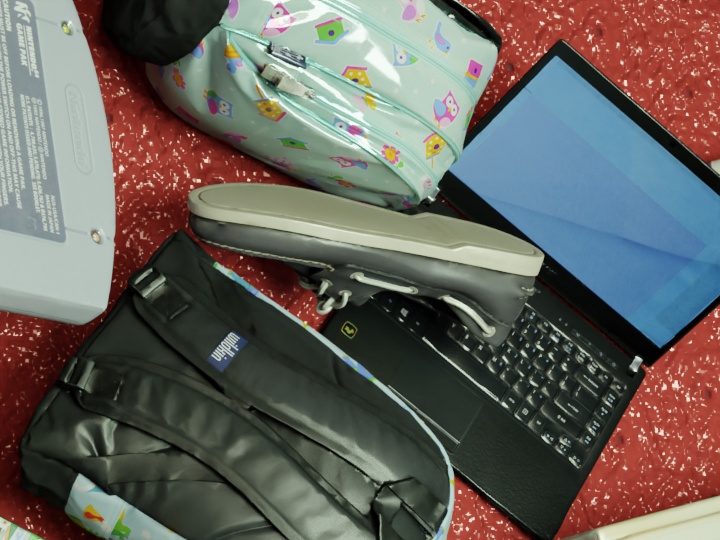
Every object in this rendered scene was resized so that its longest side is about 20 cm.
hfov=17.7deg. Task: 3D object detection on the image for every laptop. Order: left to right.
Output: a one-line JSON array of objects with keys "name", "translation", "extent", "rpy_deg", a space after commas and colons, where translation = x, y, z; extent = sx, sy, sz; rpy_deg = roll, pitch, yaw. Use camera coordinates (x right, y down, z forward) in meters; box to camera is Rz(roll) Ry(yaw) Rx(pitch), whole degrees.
[{"name": "laptop", "translation": [0.106, 0.014, 1.276], "extent": [0.177, 0.103, 0.200], "rpy_deg": [39, 63, -10]}]

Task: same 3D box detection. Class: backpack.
[{"name": "backpack", "translation": [-0.049, 0.103, 1.161], "extent": [0.199, 0.154, 0.163], "rpy_deg": [23, 56, 13]}, {"name": "backpack", "translation": [-0.029, -0.119, 1.232], "extent": [0.200, 0.167, 0.127], "rpy_deg": [27, 85, -20]}]

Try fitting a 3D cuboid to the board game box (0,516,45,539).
[{"name": "board game box", "translation": [-0.172, 0.232, 1.111], "extent": [0.134, 0.029, 0.200], "rpy_deg": [29, 65, -5]}]

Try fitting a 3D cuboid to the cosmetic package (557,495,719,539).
[{"name": "cosmetic package", "translation": [0.196, 0.163, 1.278], "extent": [0.199, 0.103, 0.073], "rpy_deg": [-11, 80, -29]}]

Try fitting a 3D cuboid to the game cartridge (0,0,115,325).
[{"name": "game cartridge", "translation": [-0.181, -0.073, 1.135], "extent": [0.133, 0.041, 0.201], "rpy_deg": [12, 59, -43]}]

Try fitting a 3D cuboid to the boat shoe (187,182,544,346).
[{"name": "boat shoe", "translation": [0.000, 0.000, 1.208], "extent": [0.199, 0.073, 0.063], "rpy_deg": [10, 106, -23]}]

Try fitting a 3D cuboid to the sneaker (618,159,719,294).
[{"name": "sneaker", "translation": [0.237, -0.043, 1.362], "extent": [0.200, 0.090, 0.075], "rpy_deg": [-24, 87, -29]}]
